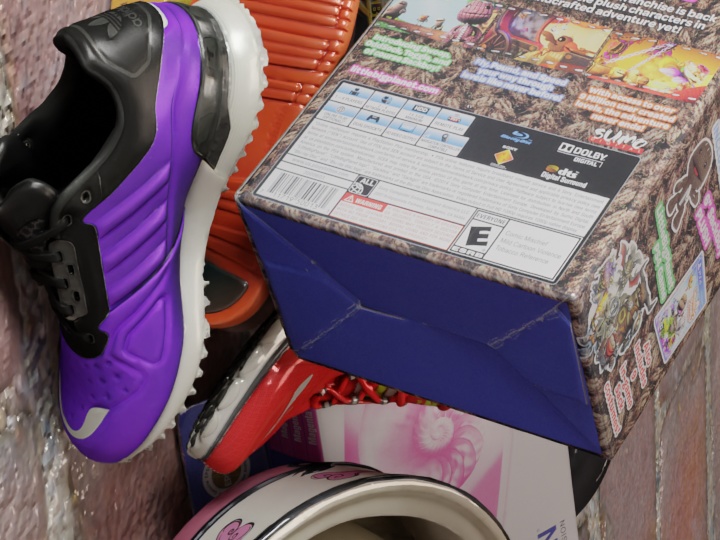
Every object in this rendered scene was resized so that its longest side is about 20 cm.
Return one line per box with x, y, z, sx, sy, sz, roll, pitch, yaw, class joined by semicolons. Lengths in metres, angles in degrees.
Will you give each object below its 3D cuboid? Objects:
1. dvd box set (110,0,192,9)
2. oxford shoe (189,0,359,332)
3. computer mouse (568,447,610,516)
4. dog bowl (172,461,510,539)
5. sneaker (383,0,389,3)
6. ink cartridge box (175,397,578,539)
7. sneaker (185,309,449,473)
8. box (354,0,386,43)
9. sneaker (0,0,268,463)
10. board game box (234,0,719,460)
-0.067;-0.123;1.069;0.146;0.029;0.202;26;71;-69;dvd box set
-0.039;-0.072;1.025;0.073;0.071;0.201;26;81;-72;oxford shoe
0.122;0.076;1.295;0.201;0.053;0.138;-59;161;1;computer mouse
-0.022;0.178;1.090;0.199;0.074;0.202;-13;113;-33;dog bowl
0.010;-0.182;1.055;0.200;0.077;0.073;41;75;-41;sneaker
0.017;0.124;1.173;0.199;0.043;0.198;-24;119;-28;ink cartridge box
0.008;0.035;1.080;0.200;0.085;0.077;-38;176;-29;sneaker
0.017;-0.236;1.204;0.200;0.049;0.200;-66;153;-65;box
-0.109;-0.015;0.938;0.099;0.069;0.201;-5;119;-39;sneaker
0.074;-0.045;0.984;0.200;0.159;0.097;-53;144;-30;board game box
